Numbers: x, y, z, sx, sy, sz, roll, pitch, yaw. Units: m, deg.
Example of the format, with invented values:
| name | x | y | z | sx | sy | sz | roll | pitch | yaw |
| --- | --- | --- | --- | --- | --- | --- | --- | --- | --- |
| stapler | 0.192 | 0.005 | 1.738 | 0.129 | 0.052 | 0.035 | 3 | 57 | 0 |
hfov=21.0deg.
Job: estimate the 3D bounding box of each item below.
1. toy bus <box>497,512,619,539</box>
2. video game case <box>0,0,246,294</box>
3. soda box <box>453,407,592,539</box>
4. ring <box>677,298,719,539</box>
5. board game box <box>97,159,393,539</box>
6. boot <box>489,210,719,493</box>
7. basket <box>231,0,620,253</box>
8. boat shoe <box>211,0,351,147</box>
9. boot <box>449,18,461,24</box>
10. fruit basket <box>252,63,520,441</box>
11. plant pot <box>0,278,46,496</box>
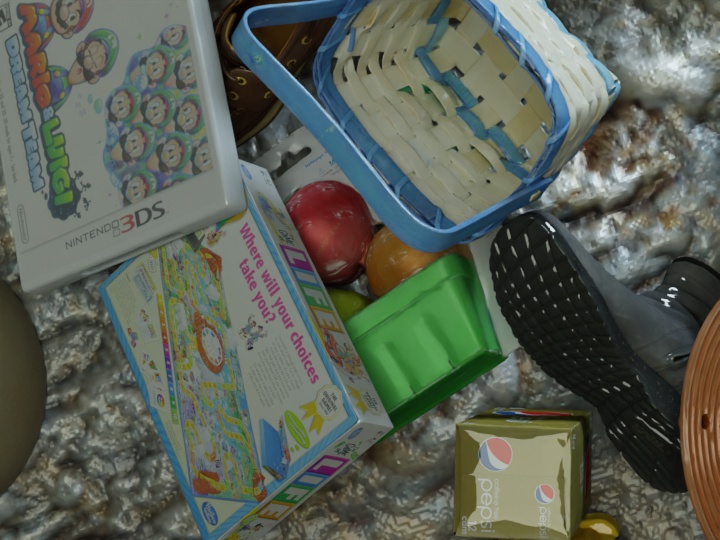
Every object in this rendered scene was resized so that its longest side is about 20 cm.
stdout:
| name | x | y | z | sx | sy | sz | roll | pitch | yaw |
| --- | --- | --- | --- | --- | --- | --- | --- | --- | --- |
| toy bus | 0.127 | 0.260 | 1.153 | 0.135 | 0.192 | 0.201 | -21 | 87 | 7 |
| video game case | -0.163 | -0.106 | 1.238 | 0.182 | 0.024 | 0.201 | -21 | 74 | 33 |
| soda box | 0.100 | 0.118 | 1.154 | 0.067 | 0.200 | 0.064 | 1 | 90 | 10 |
| ring | 0.257 | 0.096 | 1.159 | 0.019 | 0.200 | 0.201 | -5 | 88 | 51 |
| board game box | -0.075 | 0.051 | 1.182 | 0.134 | 0.034 | 0.200 | -41 | 58 | 24 |
| boot | 0.168 | 0.026 | 1.180 | 0.070 | 0.132 | 0.200 | -25 | 104 | 46 |
| basket | 0.042 | -0.096 | 1.116 | 0.177 | 0.200 | 0.139 | 51 | 127 | 18 |
| boat shoe | -0.071 | -0.141 | 1.228 | 0.200 | 0.067 | 0.072 | -41 | 74 | 30 |
| boot | 0.075 | -0.239 | 1.240 | 0.200 | 0.071 | 0.145 | -5 | 75 | 18 |
| fruit basket | 0.000 | 0.000 | 1.233 | 0.185 | 0.094 | 0.200 | -35 | 67 | 12 |
| plant pot | -0.321 | 0.078 | 1.257 | 0.199 | 0.134 | 0.201 | 0 | 89 | 10 |
